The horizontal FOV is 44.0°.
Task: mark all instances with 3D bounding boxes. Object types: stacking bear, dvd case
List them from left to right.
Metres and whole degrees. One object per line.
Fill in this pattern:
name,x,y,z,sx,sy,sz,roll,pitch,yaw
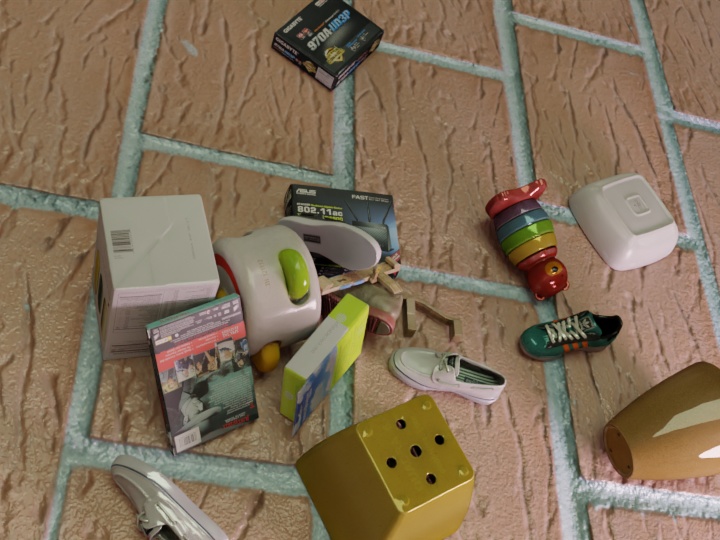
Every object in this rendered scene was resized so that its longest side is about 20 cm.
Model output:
dvd case,-0.223,0.149,1.275,0.144,0.204,0.022,-21,25,-30
stacking bear,0.319,-0.047,1.652,0.119,0.114,0.203,-18,76,-19

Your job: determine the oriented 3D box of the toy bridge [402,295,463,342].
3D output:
toy bridge,0.084,0.079,1.527,0.196,0.027,0.068,8,54,-14

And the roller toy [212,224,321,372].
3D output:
roller toy,-0.157,0.034,1.369,0.138,0.203,0.183,-14,40,-29

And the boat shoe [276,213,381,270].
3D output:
boat shoe,-0.043,-0.053,1.428,0.197,0.071,0.066,11,27,32

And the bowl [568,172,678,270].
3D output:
bowl,0.544,-0.111,1.804,0.197,0.075,0.202,-16,66,-28

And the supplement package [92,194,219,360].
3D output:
supplement package,-0.308,0.012,1.311,0.148,0.201,0.154,-4,59,-23

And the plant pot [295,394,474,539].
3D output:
plant pot,0.051,0.293,1.277,0.197,0.177,0.202,-17,65,-30

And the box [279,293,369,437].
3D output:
box,-0.060,0.144,1.367,0.047,0.123,0.200,28,50,17

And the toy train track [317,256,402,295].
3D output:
toy train track,0.000,0.000,1.427,0.114,0.033,0.198,37,33,28

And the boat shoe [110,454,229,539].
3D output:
boat shoe,-0.266,0.329,1.195,0.199,0.074,0.065,36,48,7

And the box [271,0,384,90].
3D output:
box,-0.065,-0.476,1.831,0.158,0.046,0.200,36,53,5

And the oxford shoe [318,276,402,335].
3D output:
oxford shoe,-0.024,0.040,1.470,0.197,0.071,0.075,23,59,11

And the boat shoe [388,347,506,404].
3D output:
boat shoe,0.147,0.161,1.471,0.196,0.067,0.075,15,53,-11

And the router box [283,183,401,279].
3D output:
router box,-0.033,-0.065,1.556,0.196,0.062,0.152,5,55,-17

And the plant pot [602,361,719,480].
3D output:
plant pot,0.514,0.270,1.484,0.196,0.187,0.189,-15,63,-14

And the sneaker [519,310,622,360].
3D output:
sneaker,0.377,0.107,1.586,0.196,0.080,0.072,-6,59,-24
